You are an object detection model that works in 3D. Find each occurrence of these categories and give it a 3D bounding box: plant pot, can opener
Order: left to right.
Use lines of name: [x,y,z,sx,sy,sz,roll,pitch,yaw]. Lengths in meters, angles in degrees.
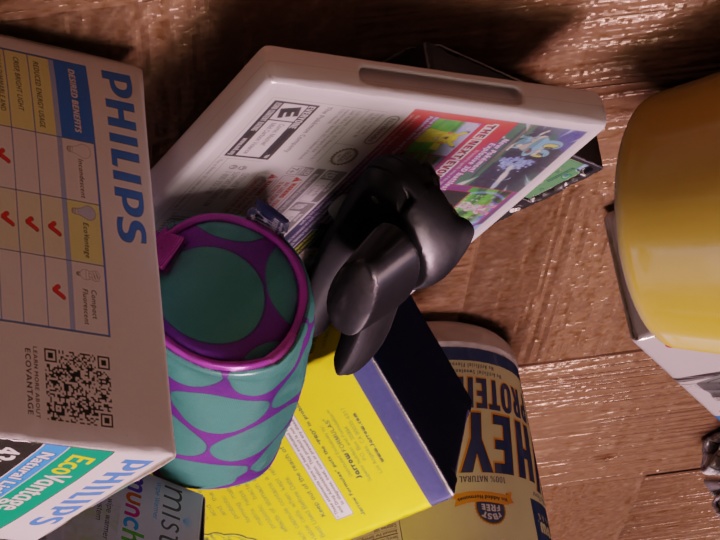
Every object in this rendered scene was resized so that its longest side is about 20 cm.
can opener: [0.000,0.000,1.222,0.079,0.063,0.200,-31,172,-19]
plant pot: [0.234,-0.033,1.238,0.189,0.201,0.201,-4,162,30]

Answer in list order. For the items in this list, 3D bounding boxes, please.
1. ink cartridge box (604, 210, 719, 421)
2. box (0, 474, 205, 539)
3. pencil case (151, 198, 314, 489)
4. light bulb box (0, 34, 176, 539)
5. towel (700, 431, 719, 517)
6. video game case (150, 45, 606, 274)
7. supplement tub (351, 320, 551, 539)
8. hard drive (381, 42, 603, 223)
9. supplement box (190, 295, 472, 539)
ink cartridge box: [0.242,0.013,1.452,0.144,0.084,0.200,-19,154,19]
box: [-0.202,0.172,1.307,0.176,0.097,0.200,24,130,-19]
pencil case: [-0.073,0.041,1.242,0.085,0.092,0.200,-41,167,-20]
light bulb box: [-0.202,0.002,1.113,0.200,0.198,0.125,11,151,-36]
towel: [0.351,0.125,1.749,0.165,0.086,0.200,8,151,-33]
video game case: [-0.011,-0.041,1.221,0.182,0.023,0.200,6,151,-30]
supplement tub: [0.038,0.146,1.529,0.145,0.200,0.145,-8,157,-4]
hard drive: [0.003,-0.044,1.290,0.200,0.038,0.140,-26,152,35]
supplement box: [-0.053,0.093,1.421,0.200,0.109,0.110,-23,110,19]
